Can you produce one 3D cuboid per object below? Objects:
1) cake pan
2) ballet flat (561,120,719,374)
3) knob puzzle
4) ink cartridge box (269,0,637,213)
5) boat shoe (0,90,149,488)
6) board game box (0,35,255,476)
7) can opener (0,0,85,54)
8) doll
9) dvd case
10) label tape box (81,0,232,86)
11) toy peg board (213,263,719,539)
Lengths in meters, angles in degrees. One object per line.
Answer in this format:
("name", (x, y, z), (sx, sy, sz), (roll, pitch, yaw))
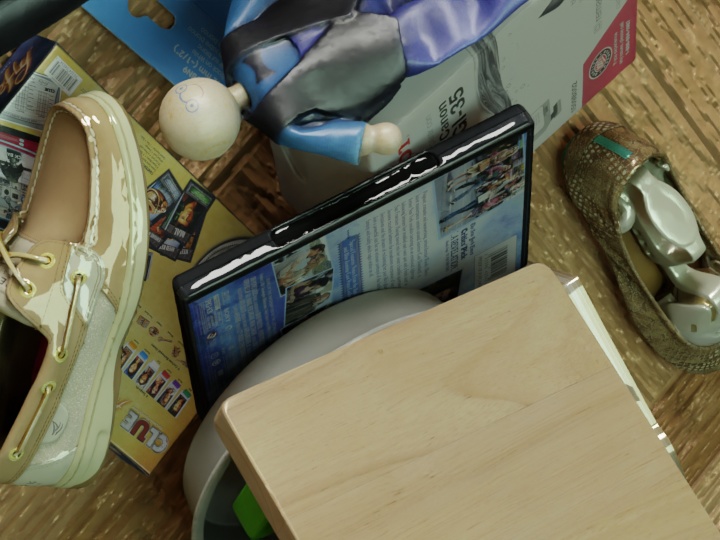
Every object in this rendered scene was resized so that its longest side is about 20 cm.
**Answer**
("cake pan", (-0.012, 0.085, 1.277), (0.200, 0.037, 0.201), (-29, 148, -20))
("ballet flat", (0.185, -0.003, 1.432), (0.071, 0.065, 0.200), (-48, 123, -13))
("knob puzzle", (0.130, 0.089, 1.329), (0.030, 0.220, 0.220), (-30, 118, -7))
("ink cartridge box", (0.051, -0.110, 1.269), (0.200, 0.083, 0.147), (-43, 156, -17))
("boat shoe", (-0.151, 0.013, 1.171), (0.066, 0.074, 0.201), (-2, 105, -38))
("board game box", (-0.139, -0.005, 1.240), (0.136, 0.035, 0.200), (-52, 124, -11))
("can opener", (-0.188, -0.113, 1.145), (0.200, 0.063, 0.079), (-42, 148, -6))
("doll", (-0.010, -0.115, 1.166), (0.200, 0.137, 0.049), (-33, 154, -7))
("dvd case", (0.000, 0.000, 1.234), (0.199, 0.018, 0.143), (-27, 152, -13))
("label tape box", (-0.054, -0.195, 1.225), (0.143, 0.066, 0.200), (40, 79, -33))
("toy peg board", (0.050, 0.131, 1.194), (0.199, 0.098, 0.200), (-23, 71, -27))
